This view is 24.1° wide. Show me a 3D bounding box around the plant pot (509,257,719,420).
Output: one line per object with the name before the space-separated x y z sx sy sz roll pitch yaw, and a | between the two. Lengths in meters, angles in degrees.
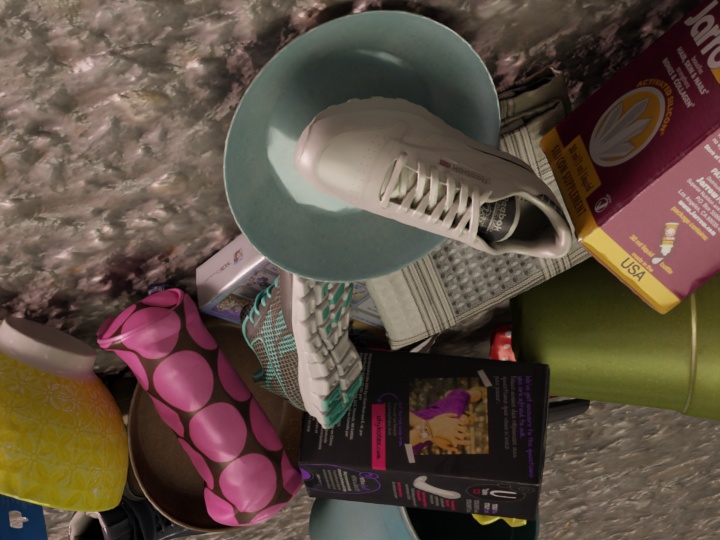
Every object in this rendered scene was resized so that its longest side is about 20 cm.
plant pot | 0.226 0.039 1.459 0.188 0.201 0.200 -1 154 2

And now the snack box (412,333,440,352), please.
snack box | 0.037 0.050 1.524 0.071 0.024 0.200 -1 151 -19

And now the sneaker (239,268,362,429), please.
sneaker | -0.055 0.036 1.294 0.091 0.078 0.201 19 134 23

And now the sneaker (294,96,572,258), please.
sneaker | 0.052 -0.057 1.122 0.199 0.081 0.077 12 115 -26

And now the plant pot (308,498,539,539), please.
plant pot | 0.053 0.259 1.771 0.199 0.201 0.188 9 152 -40

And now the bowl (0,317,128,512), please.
bowl | -0.266 0.101 1.345 0.200 0.200 0.108 17 98 -47

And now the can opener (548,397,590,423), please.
can opener | 0.151 0.138 1.717 0.199 0.064 0.079 2 149 -31

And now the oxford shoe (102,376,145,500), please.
oxford shoe | -0.195 0.158 1.561 0.084 0.073 0.200 -14 154 -7

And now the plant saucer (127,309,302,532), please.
plant saucer | -0.119 0.122 1.449 0.199 0.202 0.037 7 -177 -38

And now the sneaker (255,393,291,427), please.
sneaker | -0.056 0.136 1.581 0.199 0.076 0.088 31 152 -32

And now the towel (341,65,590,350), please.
towel | 0.084 -0.040 1.267 0.192 0.035 0.201 -24 135 -3

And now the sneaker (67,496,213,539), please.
sneaker | -0.193 0.241 1.676 0.201 0.077 0.146 -21 174 13

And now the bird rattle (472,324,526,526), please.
bird rattle | 0.110 0.146 1.597 0.162 0.113 0.201 -3 121 -18

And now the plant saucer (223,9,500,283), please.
plant saucer | -0.002 -0.088 1.154 0.200 0.039 0.202 -10 121 -16

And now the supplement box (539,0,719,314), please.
supplement box | 0.239 -0.090 1.167 0.200 0.131 0.103 -41 122 19

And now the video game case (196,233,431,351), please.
video game case | 0.000 0.000 1.358 0.199 0.046 0.181 22 135 -38

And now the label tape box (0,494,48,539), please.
label tape box | -0.347 0.162 1.358 0.199 0.067 0.143 10 -172 -15

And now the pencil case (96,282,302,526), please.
pencil case | -0.130 0.111 1.353 0.093 0.201 0.091 -18 -160 35

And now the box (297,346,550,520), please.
box | 0.055 0.135 1.409 0.198 0.107 0.122 6 159 6
